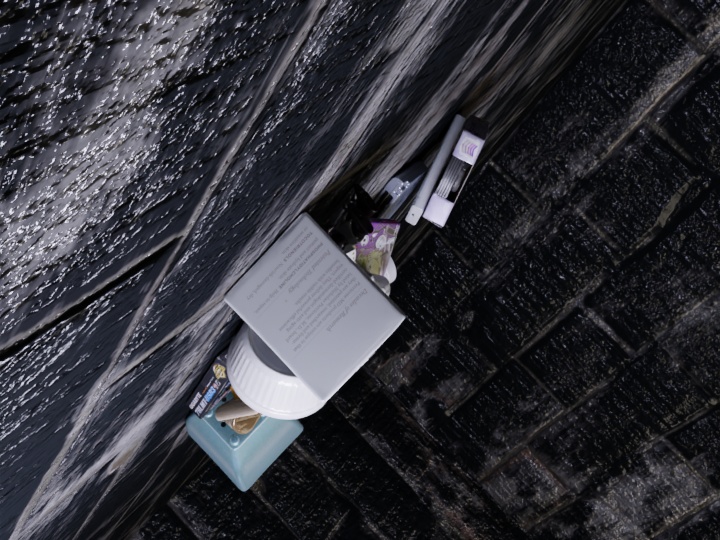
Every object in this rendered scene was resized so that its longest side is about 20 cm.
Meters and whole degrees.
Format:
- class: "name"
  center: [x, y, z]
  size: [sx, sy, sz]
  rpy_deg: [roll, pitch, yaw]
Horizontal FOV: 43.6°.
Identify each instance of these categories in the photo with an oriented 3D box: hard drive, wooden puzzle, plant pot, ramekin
- class: "hard drive"
  center: [0.148, -0.197, 1.780]
  size: [0.203, 0.026, 0.132]
  rpy_deg: [-64, 179, -10]
- class: "wooden puzzle"
  center: [-0.161, 0.197, 1.639]
  size: [0.198, 0.047, 0.184]
  rpy_deg: [-33, -173, -36]
- class: "plant pot"
  center: [-0.255, 0.321, 1.920]
  size: [0.196, 0.195, 0.201]
  rpy_deg: [-44, 167, -15]
- class: "ramekin"
  center: [-0.125, 0.141, 1.530]
  size: [0.202, 0.201, 0.095]
  rpy_deg: [-42, 164, -40]

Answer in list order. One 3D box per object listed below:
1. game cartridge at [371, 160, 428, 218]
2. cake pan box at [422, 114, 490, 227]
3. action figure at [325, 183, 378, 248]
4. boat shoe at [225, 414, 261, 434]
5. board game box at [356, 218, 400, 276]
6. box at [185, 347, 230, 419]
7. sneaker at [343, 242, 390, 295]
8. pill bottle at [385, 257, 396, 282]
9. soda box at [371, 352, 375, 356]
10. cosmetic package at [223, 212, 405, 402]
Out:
- class: "game cartridge"
  center: [0.052, -0.131, 1.784]
  size: [0.201, 0.041, 0.133]
  rpy_deg: [-50, 171, 35]
- class: "cake pan box"
  center: [0.187, -0.195, 1.740]
  size: [0.200, 0.051, 0.187]
  rpy_deg: [-61, 175, -68]
- class: "action figure"
  center: [-0.049, -0.041, 1.439]
  size: [0.200, 0.069, 0.130]
  rpy_deg: [-45, -176, 36]
- class: "boat shoe"
  center: [-0.200, 0.222, 1.772]
  size: [0.201, 0.071, 0.064]
  rpy_deg: [-54, -146, -13]
- class: "board game box"
  center: [0.000, 0.000, 1.684]
  size: [0.118, 0.032, 0.204]
  rpy_deg: [0, 114, -41]
- class: "box"
  center: [-0.225, 0.169, 1.710]
  size: [0.200, 0.050, 0.199]
  rpy_deg: [-43, 173, -42]
- class: "sneaker"
  center: [-0.011, -0.001, 1.596]
  size: [0.197, 0.073, 0.118]
  rpy_deg: [-3, 120, -41]
- class: "pill bottle"
  center: [-0.026, 0.032, 1.786]
  size: [0.198, 0.112, 0.112]
  rpy_deg: [-32, 170, -29]
- class: "soda box"
  center: [-0.055, 0.179, 1.707]
  size: [0.200, 0.070, 0.064]
  rpy_deg: [-47, -157, 29]
- class: "cosmetic package"
  center: [-0.059, 0.054, 1.285]
  size: [0.166, 0.200, 0.167]
  rpy_deg: [-45, 176, -1]
